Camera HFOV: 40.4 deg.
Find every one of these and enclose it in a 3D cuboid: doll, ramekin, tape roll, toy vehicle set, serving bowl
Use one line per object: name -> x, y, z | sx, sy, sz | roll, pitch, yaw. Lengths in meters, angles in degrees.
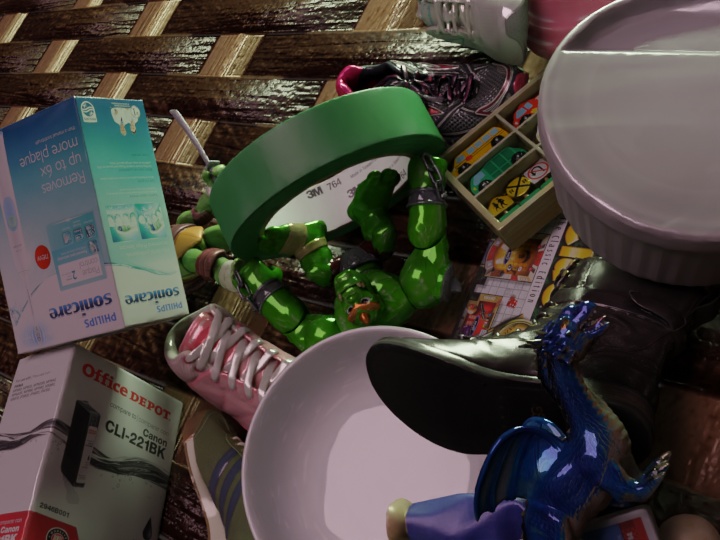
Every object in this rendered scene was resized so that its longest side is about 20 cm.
doll -> 0.115, 0.167, 0.597 | 0.199, 0.048, 0.137 | -5, 72, 19
ramekin -> 0.215, -0.082, 0.640 | 0.201, 0.094, 0.203 | -4, 60, 7
tape roll -> -0.027, -0.077, 0.824 | 0.200, 0.200, 0.048 | -31, 76, 21
toy vehicle set -> 0.164, -0.115, 0.778 | 0.200, 0.027, 0.124 | -39, 38, 2
serving bowl -> 0.018, 0.144, 0.704 | 0.199, 0.066, 0.201 | -7, 71, 20

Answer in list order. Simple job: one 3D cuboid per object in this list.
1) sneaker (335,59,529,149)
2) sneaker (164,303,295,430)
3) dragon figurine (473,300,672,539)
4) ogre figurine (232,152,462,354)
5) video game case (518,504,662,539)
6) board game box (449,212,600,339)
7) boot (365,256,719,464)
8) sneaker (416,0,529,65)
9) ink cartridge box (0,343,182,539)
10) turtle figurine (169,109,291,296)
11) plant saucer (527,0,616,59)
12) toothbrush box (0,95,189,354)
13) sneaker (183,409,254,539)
sneaker -> 0.061, -0.155, 0.890 | 0.199, 0.075, 0.081 | 0, 61, 41
sneaker -> -0.096, 0.088, 0.833 | 0.200, 0.105, 0.075 | 13, 60, 46
dragon figurine -> 0.098, 0.115, 0.525 | 0.099, 0.059, 0.201 | 31, 102, 18
ogre figurine -> 0.000, 0.000, 0.796 | 0.199, 0.098, 0.120 | -25, 71, -5
video game case -> 0.093, 0.231, 0.561 | 0.199, 0.017, 0.144 | -21, 77, 18
board game box -> 0.139, -0.003, 0.753 | 0.104, 0.023, 0.201 | 9, 68, 42
boot -> 0.122, 0.045, 0.640 | 0.199, 0.070, 0.174 | 12, 35, 21
sneaker -> 0.096, -0.221, 0.858 | 0.080, 0.071, 0.200 | -3, 19, -7
ink cartridge box -> -0.250, 0.187, 0.873 | 0.083, 0.144, 0.201 | -17, 52, 31
turtle figurine -> -0.171, -0.054, 0.957 | 0.193, 0.144, 0.201 | 11, 99, 31
plant saucer -> 0.216, -0.259, 0.816 | 0.200, 0.051, 0.201 | -26, 35, 20
toothbrush box -> -0.251, -0.038, 0.875 | 0.146, 0.085, 0.201 | -12, 90, 33
sneaker -> -0.081, 0.182, 0.793 | 0.090, 0.067, 0.201 | -31, 44, 10
